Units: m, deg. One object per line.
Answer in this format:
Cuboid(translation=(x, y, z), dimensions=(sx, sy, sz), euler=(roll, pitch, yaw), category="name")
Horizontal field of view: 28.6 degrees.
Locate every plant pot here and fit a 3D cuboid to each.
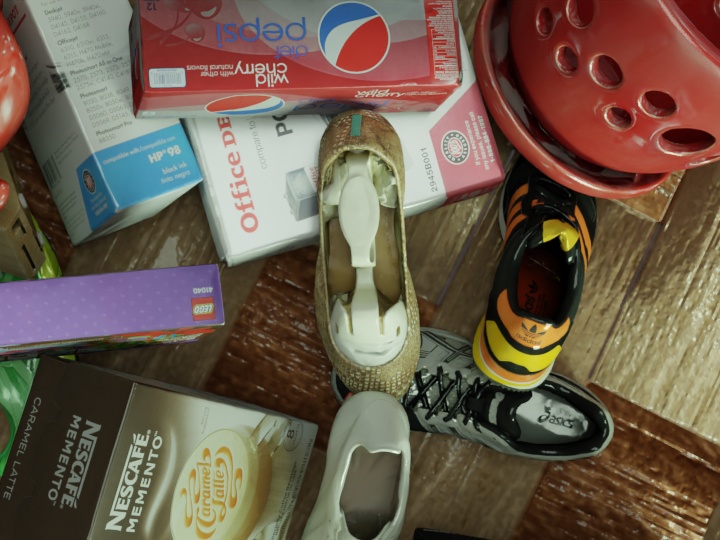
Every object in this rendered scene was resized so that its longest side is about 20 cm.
Cuboid(translation=(0.189, -0.153, 0.919), dimensions=(0.200, 0.182, 0.201), euler=(16, 57, -26), category="plant pot")

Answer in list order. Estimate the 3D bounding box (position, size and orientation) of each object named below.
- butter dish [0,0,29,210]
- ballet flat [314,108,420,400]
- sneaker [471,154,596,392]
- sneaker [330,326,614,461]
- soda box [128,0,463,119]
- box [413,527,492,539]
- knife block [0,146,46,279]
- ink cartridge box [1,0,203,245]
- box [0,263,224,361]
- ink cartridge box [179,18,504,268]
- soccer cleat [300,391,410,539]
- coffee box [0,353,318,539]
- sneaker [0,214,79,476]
Cuboid(translation=(-0.256, -0.085, 0.796), dimensions=(0.199, 0.200, 0.148), euler=(-37, 88, -17), category="butter dish")
Cuboid(translation=(0.000, 0.000, 0.900), dimensions=(0.070, 0.065, 0.201), euler=(-6, 106, 6), category="ballet flat")
Cuboid(translation=(0.129, -0.021, 0.947), dimensions=(0.070, 0.090, 0.201), euler=(18, 59, -3), category="sneaker")
Cuboid(translation=(0.080, 0.084, 0.969), dimensions=(0.199, 0.088, 0.076), euler=(10, 88, -4), category="sneaker")
Cuboid(translation=(-0.041, -0.133, 0.876), dimensions=(0.199, 0.070, 0.064), euler=(-3, 82, -14), category="soda box")
Cuboid(translation=(0.132, 0.254, 0.936), dimensions=(0.199, 0.149, 0.125), euler=(10, 86, -6), category="box")
Cuboid(translation=(-0.313, -0.061, 0.907), dimensions=(0.175, 0.064, 0.200), euler=(-22, 61, -8), category="knife block")
Cuboid(translation=(-0.186, -0.128, 0.929), dimensions=(0.067, 0.116, 0.201), euler=(-23, 90, -27), category="ink cartridge box")
Cuboid(translation=(-0.190, 0.031, 0.846), dimensions=(0.199, 0.137, 0.039), euler=(-5, 85, -15), category="box")
Cuboid(translation=(-0.019, -0.098, 0.968), dimensions=(0.199, 0.085, 0.146), euler=(-16, 89, -5), category="ink cartridge box")
Cuboid(translation=(-0.004, 0.174, 0.933), dimensions=(0.069, 0.078, 0.201), euler=(4, 115, -7), category="soccer cleat")
Cuboid(translation=(-0.123, 0.129, 0.887), dimensions=(0.080, 0.200, 0.115), euler=(14, 85, 33), category="coffee box")
Cuboid(translation=(-0.233, 0.045, 0.944), dimensions=(0.083, 0.074, 0.201), euler=(-10, 89, -10), category="sneaker")
